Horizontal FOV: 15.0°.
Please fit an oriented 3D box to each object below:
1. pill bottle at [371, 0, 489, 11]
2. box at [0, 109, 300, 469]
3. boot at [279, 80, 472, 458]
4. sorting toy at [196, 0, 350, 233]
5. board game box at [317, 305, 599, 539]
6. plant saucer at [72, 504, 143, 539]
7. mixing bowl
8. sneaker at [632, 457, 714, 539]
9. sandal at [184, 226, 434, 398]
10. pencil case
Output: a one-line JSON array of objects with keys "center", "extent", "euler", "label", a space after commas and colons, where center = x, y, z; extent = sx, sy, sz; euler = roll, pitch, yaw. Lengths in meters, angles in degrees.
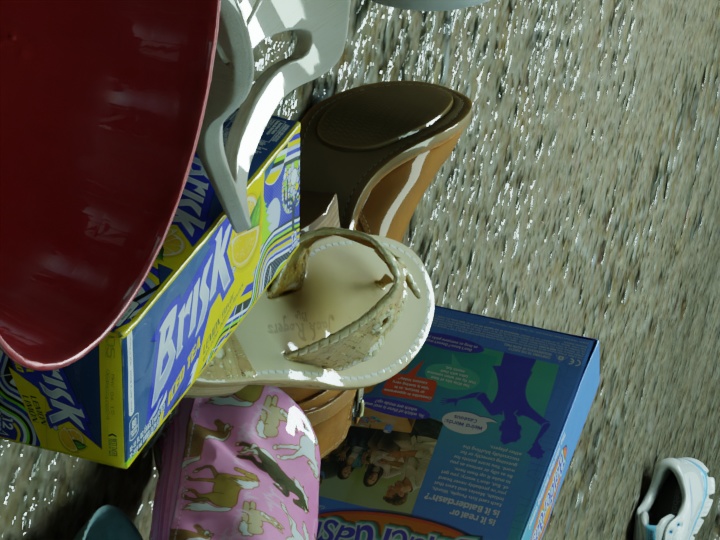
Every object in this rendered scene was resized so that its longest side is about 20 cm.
[{"center": [0.035, -0.237, 1.345], "extent": [0.113, 0.113, 0.200], "euler": [-58, 154, -50], "label": "pill bottle"}, {"center": [-0.089, 0.001, 1.184], "extent": [0.200, 0.064, 0.070], "euler": [-53, 150, -54], "label": "box"}, {"center": [0.000, 0.000, 1.452], "extent": [0.200, 0.077, 0.155], "euler": [-53, 148, -49], "label": "boot"}, {"center": [-0.048, -0.117, 1.131], "extent": [0.180, 0.107, 0.200], "euler": [76, 30, -44], "label": "sorting toy"}, {"center": [0.033, 0.109, 1.517], "extent": [0.045, 0.152, 0.200], "euler": [84, 25, -48], "label": "board game box"}, {"center": [-0.115, 0.206, 1.220], "extent": [0.201, 0.039, 0.201], "euler": [-10, 90, -82], "label": "plant saucer"}, {"center": [-0.132, -0.074, 0.908], "extent": [0.200, 0.108, 0.200], "euler": [11, 90, -73], "label": "mixing bowl"}, {"center": [0.289, 0.275, 2.673], "extent": [0.087, 0.075, 0.200], "euler": [28, 69, -63], "label": "sneaker"}, {"center": [-0.013, 0.014, 1.296], "extent": [0.212, 0.070, 0.078], "euler": [-11, 77, -48], "label": "sandal"}, {"center": [-0.063, 0.130, 1.242], "extent": [0.200, 0.086, 0.083], "euler": [-88, -176, -59], "label": "pencil case"}]
